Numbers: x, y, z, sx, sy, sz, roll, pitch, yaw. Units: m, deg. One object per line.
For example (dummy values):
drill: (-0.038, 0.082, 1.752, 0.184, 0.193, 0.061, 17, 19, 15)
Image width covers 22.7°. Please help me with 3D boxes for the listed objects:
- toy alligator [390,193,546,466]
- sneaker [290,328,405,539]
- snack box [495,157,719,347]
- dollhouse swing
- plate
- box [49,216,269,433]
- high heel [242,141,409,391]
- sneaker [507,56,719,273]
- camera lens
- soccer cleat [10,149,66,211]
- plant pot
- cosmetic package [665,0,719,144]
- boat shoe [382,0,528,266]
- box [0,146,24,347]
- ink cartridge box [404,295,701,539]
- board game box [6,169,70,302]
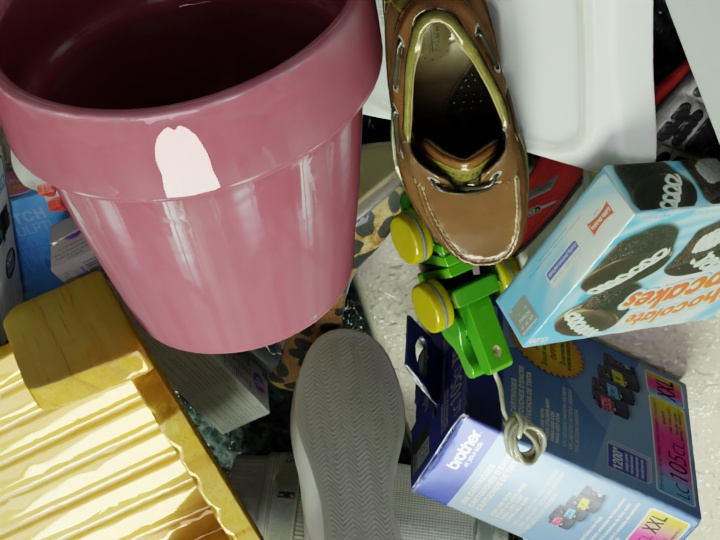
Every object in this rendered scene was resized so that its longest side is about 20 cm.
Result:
toy alligator: (0.059, 0.018, 1.039, 0.059, 0.054, 0.201, -23, 102, -21)
sneaker: (-0.019, 0.144, 1.089, 0.073, 0.201, 0.116, 9, 143, -14)
snack box: (0.184, -0.014, 1.024, 0.199, 0.037, 0.116, -7, 145, -39)
dollhouse swing: (-0.168, 0.138, 1.041, 0.175, 0.182, 0.201, -31, 115, -6)
plate: (0.057, -0.136, 0.940, 0.199, 0.032, 0.200, 16, 141, 24)
box: (-0.124, 0.033, 1.131, 0.041, 0.039, 0.200, -24, 136, 17)
high heel: (0.000, 0.000, 1.119, 0.199, 0.072, 0.142, -31, 131, 21)
sneaker: (0.147, -0.078, 1.032, 0.200, 0.085, 0.077, -44, 146, 12)
camera lens: (0.005, 0.208, 1.205, 0.198, 0.160, 0.161, 7, 128, 0)
soccer cleat: (-0.107, -0.087, 1.057, 0.198, 0.078, 0.069, -7, 164, -6)
plant pot: (-0.079, -0.065, 0.930, 0.198, 0.201, 0.180, -4, 128, 9)
cosmetic package: (0.280, -0.125, 0.903, 0.199, 0.123, 0.200, -34, 122, -9)
boat shoe: (0.046, -0.068, 0.921, 0.071, 0.068, 0.201, -13, 131, 8)
box: (-0.270, 0.020, 1.101, 0.116, 0.060, 0.201, 4, 127, 3)
ink cartridge box: (0.107, 0.097, 1.126, 0.199, 0.137, 0.077, 23, 124, -12)
board game box: (-0.251, 0.020, 1.163, 0.199, 0.040, 0.154, -14, 124, 16)
